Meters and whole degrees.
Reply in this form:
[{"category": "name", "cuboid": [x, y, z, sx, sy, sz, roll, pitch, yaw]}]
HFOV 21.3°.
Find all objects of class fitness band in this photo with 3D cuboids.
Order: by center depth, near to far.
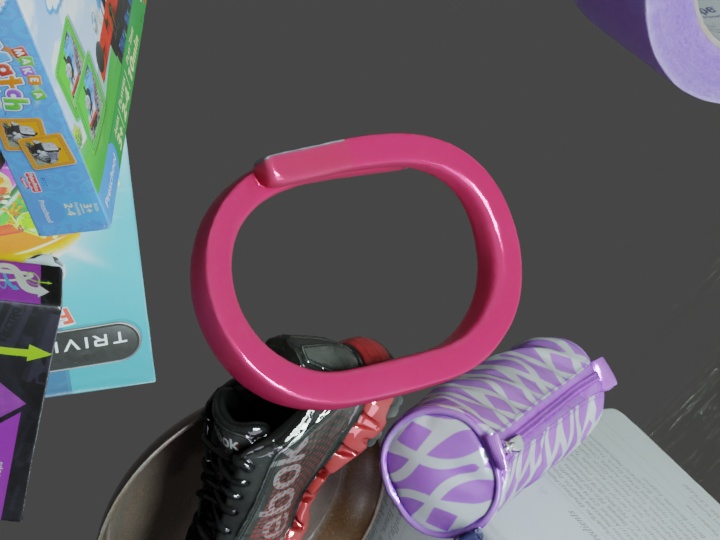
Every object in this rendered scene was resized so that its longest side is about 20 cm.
[{"category": "fitness band", "cuboid": [0.000, 0.000, 1.057, 0.199, 0.037, 0.144, -12, 88, -31]}]

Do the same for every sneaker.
[{"category": "sneaker", "cuboid": [-0.063, 0.117, 1.091, 0.098, 0.071, 0.201, 22, 105, -43]}]

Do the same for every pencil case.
[{"category": "pencil case", "cuboid": [0.084, 0.096, 1.160, 0.085, 0.084, 0.200, -32, 178, 27]}]

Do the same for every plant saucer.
[{"category": "plant saucer", "cuboid": [-0.077, 0.148, 1.175, 0.199, 0.032, 0.201, -20, 131, -24]}]

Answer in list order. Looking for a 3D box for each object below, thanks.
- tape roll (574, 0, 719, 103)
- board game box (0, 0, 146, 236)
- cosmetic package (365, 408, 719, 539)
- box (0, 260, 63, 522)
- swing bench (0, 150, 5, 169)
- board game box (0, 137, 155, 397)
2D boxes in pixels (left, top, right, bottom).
[{"category": "tape roll", "cuboid": [0.218, -0.202, 1.088, 0.199, 0.085, 0.201, -18, 131, -23]}, {"category": "board game box", "cuboid": [-0.130, -0.136, 0.752, 0.036, 0.152, 0.200, -4, 141, 10]}, {"category": "cosmetic package", "cuboid": [0.119, 0.208, 1.266, 0.199, 0.165, 0.165, -1, 122, -36]}, {"category": "box", "cuboid": [-0.251, 0.052, 0.917, 0.199, 0.036, 0.143, 7, 126, -13]}, {"category": "swing bench", "cuboid": [-0.224, -0.131, 0.738, 0.129, 0.200, 0.200, -26, 134, -17]}, {"category": "board game box", "cuboid": [-0.184, -0.024, 0.925, 0.150, 0.047, 0.201, -8, 128, -7]}]
